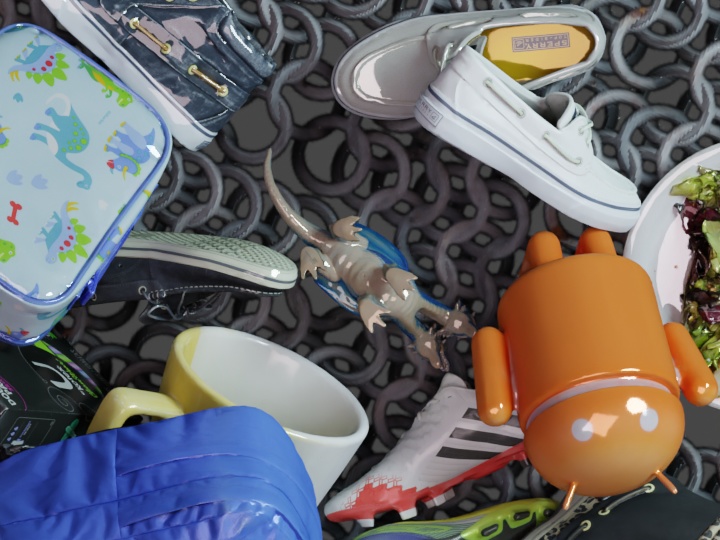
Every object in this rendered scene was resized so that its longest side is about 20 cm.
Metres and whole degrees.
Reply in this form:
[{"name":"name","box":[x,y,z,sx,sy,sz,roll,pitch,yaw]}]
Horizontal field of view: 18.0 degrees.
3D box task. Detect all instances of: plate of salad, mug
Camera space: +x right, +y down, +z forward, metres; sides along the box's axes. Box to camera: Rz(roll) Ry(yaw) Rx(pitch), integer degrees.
[{"name":"plate of salad","box":[0.285,0.006,1.618,0.198,0.048,0.202,1,99,5]},{"name":"mug","box":[-0.109,0.137,1.615,0.185,0.150,0.154,23,109,-10]}]

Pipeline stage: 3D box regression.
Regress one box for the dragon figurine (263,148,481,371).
[{"name":"dragon figurine","box":[0.000,0.000,1.628,0.200,0.099,0.059,38,91,11]}]

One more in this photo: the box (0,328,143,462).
[{"name":"box","box":[-0.275,0.098,1.578,0.148,0.200,0.125,42,100,20]}]

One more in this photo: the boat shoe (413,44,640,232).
[{"name":"boat shoe","box":[0.131,-0.089,1.567,0.199,0.074,0.067,24,110,-35]}]

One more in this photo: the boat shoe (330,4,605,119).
[{"name":"boat shoe","box":[0.075,-0.147,1.599,0.198,0.070,0.072,-7,98,5]}]

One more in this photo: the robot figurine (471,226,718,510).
[{"name":"robot figurine","box":[0.161,0.069,1.570,0.116,0.143,0.201,-33,53,35]}]

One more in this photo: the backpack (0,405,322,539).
[{"name":"backpack","box":[-0.120,0.194,1.465,0.198,0.169,0.163,-17,135,3]}]

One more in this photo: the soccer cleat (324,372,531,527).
[{"name":"soccer cleat","box":[0.060,0.122,1.644,0.199,0.069,0.086,-23,84,1]}]

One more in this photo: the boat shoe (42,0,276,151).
[{"name":"boat shoe","box":[-0.153,-0.186,1.615,0.091,0.071,0.200,-43,101,8]}]

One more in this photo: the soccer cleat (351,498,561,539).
[{"name":"soccer cleat","box":[0.070,0.196,1.636,0.199,0.084,0.065,-10,106,-28]}]

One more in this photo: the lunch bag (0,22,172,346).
[{"name":"lunch bag","box":[-0.230,-0.057,1.556,0.160,0.201,0.083,34,144,-4]}]

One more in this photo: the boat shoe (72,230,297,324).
[{"name":"boat shoe","box":[-0.133,0.007,1.617,0.198,0.074,0.063,4,97,26]}]

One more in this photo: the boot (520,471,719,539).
[{"name":"boot","box":[0.183,0.221,1.573,0.204,0.153,0.074,-48,130,-22]}]
